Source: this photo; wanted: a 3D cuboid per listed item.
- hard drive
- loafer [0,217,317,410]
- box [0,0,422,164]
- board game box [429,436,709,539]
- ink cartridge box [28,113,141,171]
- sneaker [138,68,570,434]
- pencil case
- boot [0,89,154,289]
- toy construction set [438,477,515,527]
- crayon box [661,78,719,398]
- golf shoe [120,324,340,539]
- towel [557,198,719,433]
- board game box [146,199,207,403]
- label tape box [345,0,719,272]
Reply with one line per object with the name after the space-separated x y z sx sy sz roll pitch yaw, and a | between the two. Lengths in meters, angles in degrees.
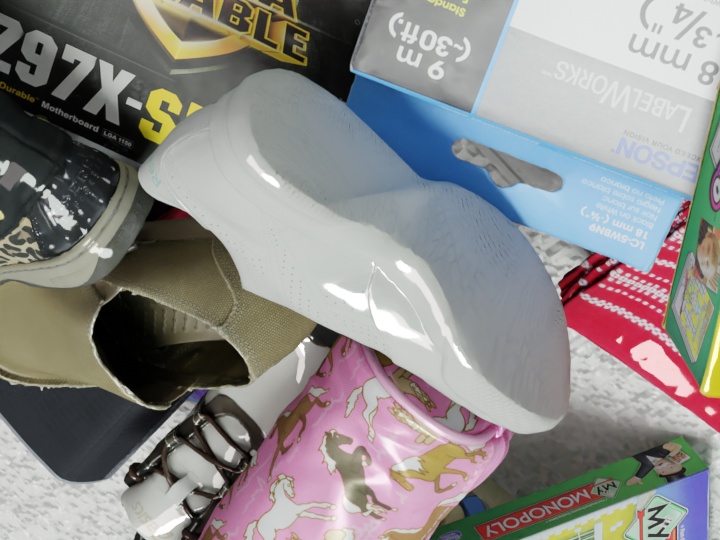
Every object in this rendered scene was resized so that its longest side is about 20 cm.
-0.164 0.001 1.082 0.200 0.042 0.135 54 134 8 | hard drive
-0.104 0.019 0.960 0.199 0.068 0.076 -11 122 36 | loafer
-0.063 -0.115 0.908 0.199 0.049 0.160 25 127 -1 | box
0.099 0.183 1.043 0.029 0.134 0.201 -129 27 -50 | board game box
-0.074 -0.100 0.972 0.199 0.039 0.100 -10 118 22 | ink cartridge box
0.000 0.000 0.877 0.088 0.075 0.200 -24 126 41 | sneaker
-0.013 0.110 0.959 0.086 0.083 0.200 20 118 -25 | pencil case
-0.197 -0.053 0.934 0.203 0.074 0.154 -3 145 48 | boot
0.015 0.168 1.069 0.200 0.131 0.092 -53 54 24 | toy construction set
0.211 -0.049 0.764 0.172 0.058 0.201 5 116 -10 | crayon box
-0.058 0.091 1.020 0.078 0.094 0.200 45 140 25 | golf shoe
0.184 0.012 0.899 0.144 0.023 0.200 35 143 -12 | towel
-0.068 0.020 1.074 0.199 0.039 0.159 13 129 22 | board game box
0.077 -0.089 0.821 0.144 0.063 0.201 20 121 0 | label tape box
